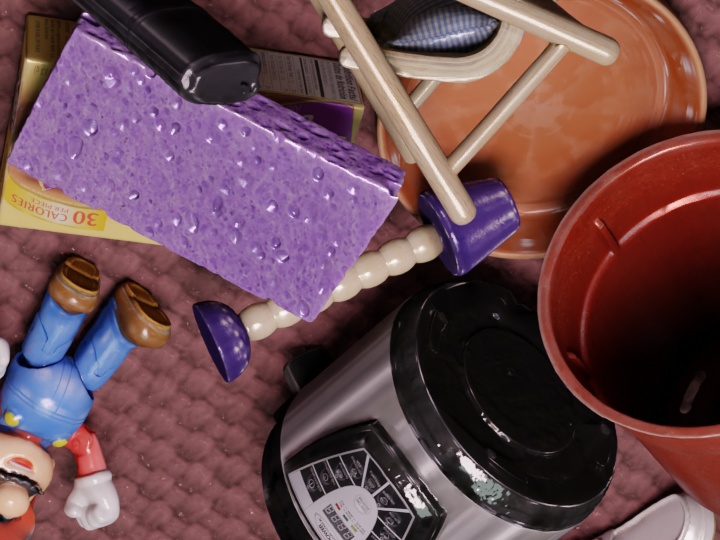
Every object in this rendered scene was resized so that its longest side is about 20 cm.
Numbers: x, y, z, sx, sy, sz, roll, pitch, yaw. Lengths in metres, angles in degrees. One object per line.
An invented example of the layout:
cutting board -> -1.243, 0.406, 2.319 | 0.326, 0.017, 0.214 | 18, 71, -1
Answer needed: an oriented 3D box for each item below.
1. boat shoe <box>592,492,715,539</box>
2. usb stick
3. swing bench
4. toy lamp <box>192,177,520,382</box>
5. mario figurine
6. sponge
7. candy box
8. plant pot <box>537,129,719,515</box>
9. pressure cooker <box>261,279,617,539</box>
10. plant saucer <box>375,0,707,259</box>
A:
boat shoe -> 0.161, 0.219, 1.654 | 0.069, 0.071, 0.200 | 27, 118, -26
usb stick -> -0.126, -0.146, 1.290 | 0.055, 0.200, 0.033 | -11, 130, -40
swing bench -> 0.008, -0.148, 1.280 | 0.200, 0.199, 0.130 | 40, 97, -14
toy lamp -> 0.000, 0.000, 1.433 | 0.200, 0.058, 0.058 | -24, 126, -12
mario figurine -> -0.196, 0.099, 1.497 | 0.123, 0.106, 0.200 | 36, 109, 10
sponge -> -0.087, -0.057, 1.346 | 0.200, 0.030, 0.112 | 27, 129, -7
candy box -> -0.107, -0.075, 1.425 | 0.200, 0.056, 0.117 | 8, 123, -12
plant pot -> 0.230, 0.049, 1.469 | 0.201, 0.201, 0.195 | -24, 146, 9
pressure cooker -> 0.039, 0.124, 1.500 | 0.179, 0.176, 0.200 | 27, 133, -26
plant saucer -> 0.107, -0.097, 1.455 | 0.200, 0.032, 0.200 | -3, 124, -5
